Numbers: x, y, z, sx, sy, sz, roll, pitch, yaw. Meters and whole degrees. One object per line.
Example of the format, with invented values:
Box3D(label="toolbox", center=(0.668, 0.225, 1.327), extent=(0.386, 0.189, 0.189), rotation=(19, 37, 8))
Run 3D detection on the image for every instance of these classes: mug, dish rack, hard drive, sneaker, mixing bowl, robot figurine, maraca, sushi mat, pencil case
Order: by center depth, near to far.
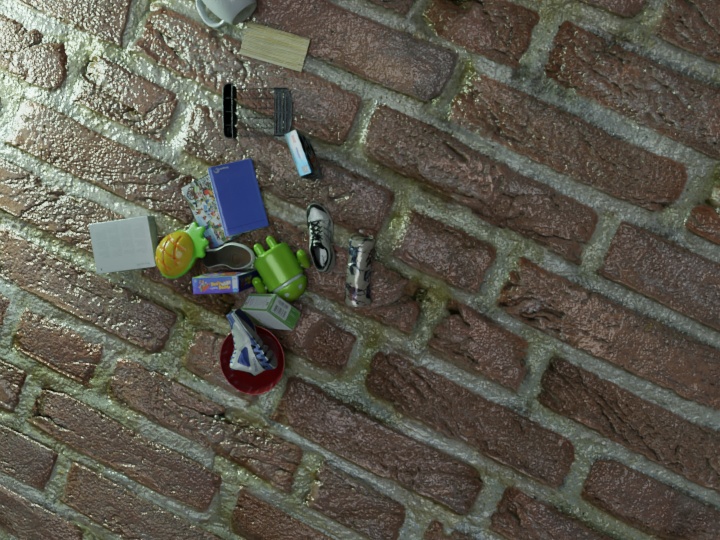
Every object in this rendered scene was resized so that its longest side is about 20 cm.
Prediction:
Box3D(label="mug", center=(-0.388, -0.768, 1.657), extent=(0.199, 0.148, 0.176), rotation=(-32, 99, 40))
Box3D(label="sneaker", center=(-0.331, 0.217, 1.667), extent=(0.114, 0.081, 0.201), rotation=(-33, 92, 8))
Box3D(label="sushi mat", center=(-0.245, -0.640, 1.704), extent=(0.196, 0.012, 0.098), rotation=(18, 99, 6))
Box3D(label="pencil case", center=(0.000, 0.000, 1.706), extent=(0.077, 0.089, 0.205), rotation=(9, 98, 36))
Box3D(label="sneaker", center=(-0.114, -0.094, 1.707), extent=(0.074, 0.088, 0.204), rotation=(-12, 93, 11))
Box3D(label="dish rack", center=(-0.293, -0.455, 1.710), extent=(0.195, 0.055, 0.157), rotation=(2, 97, 8))
Box3D(label="robot figurine", center=(-0.230, 0.002, 1.719), extent=(0.174, 0.116, 0.202), rotation=(-31, 92, -8))
Box3D(label="sneaker", center=(-0.366, -0.047, 1.727), extent=(0.197, 0.084, 0.074), rotation=(1, 101, 35))
Box3D(label="hard drive", center=(-0.353, -0.211, 1.729), extent=(0.129, 0.025, 0.204), rotation=(-15, 90, -15))
Box3D(label="maraca", center=(-0.523, -0.058, 1.753), extent=(0.198, 0.107, 0.139), rotation=(-29, 71, 21))
Box3D(label="mixing bowl", center=(-0.305, 0.251, 1.761), extent=(0.196, 0.108, 0.205), rotation=(1, 96, 7))

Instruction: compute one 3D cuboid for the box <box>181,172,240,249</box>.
Box3D(label="box", center=(-0.425, -0.182, 1.767), extent=(0.135, 0.038, 0.203), rotation=(-26, 92, 10))

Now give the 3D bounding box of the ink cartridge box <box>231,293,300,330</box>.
Box3D(label="ink cartridge box", center=(-0.273, 0.118, 1.719), extent=(0.104, 0.198, 0.060), rotation=(40, 63, -32))

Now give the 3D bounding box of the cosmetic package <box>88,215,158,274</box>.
Box3D(label="cosmetic package", center=(-0.713, -0.078, 1.814), extent=(0.196, 0.052, 0.154), rotation=(-6, 93, 9))

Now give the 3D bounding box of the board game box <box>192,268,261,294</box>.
Box3D(label="board game box", center=(-0.376, 0.029, 1.701), extent=(0.131, 0.200, 0.046), rotation=(-2, 96, 8))

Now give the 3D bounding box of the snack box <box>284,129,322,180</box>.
Box3D(label="snack box", center=(-0.152, -0.310, 1.631), extent=(0.036, 0.200, 0.118), rotation=(-20, 94, 7))
